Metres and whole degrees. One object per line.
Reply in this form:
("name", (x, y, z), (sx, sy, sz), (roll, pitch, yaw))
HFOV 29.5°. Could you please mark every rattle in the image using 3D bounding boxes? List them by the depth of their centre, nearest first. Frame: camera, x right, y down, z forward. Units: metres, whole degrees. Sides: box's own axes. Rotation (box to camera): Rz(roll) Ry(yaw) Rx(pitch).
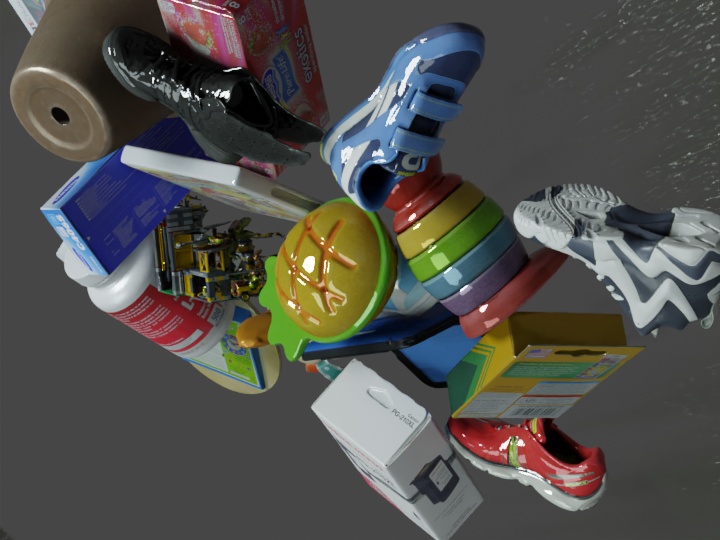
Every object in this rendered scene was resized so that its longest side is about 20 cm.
("rattle", (-0.073, 0.105, 1.629), (0.129, 0.143, 0.201), (13, 138, 6))

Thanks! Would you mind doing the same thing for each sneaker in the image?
("sneaker", (0.046, -0.131, 1.193), (0.074, 0.083, 0.200), (10, 136, -37))
("sneaker", (0.232, 0.001, 1.220), (0.198, 0.080, 0.130), (8, 130, 26))
("sneaker", (-0.133, -0.161, 1.229), (0.200, 0.060, 0.104), (42, 149, -16))
("sneaker", (0.000, 0.000, 1.423), (0.130, 0.080, 0.200), (18, 157, -27))
("sneaker", (0.190, 0.191, 1.540), (0.199, 0.077, 0.085), (22, 125, 25))

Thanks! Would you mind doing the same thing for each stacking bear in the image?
("stacking bear", (0.081, -0.046, 1.298), (0.200, 0.114, 0.121), (50, 136, -4))

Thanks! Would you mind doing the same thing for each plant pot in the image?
("plant pot", (-0.252, -0.204, 1.347), (0.199, 0.175, 0.201), (17, 138, 17))

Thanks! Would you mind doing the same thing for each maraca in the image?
("maraca", (-0.038, 0.009, 1.351), (0.107, 0.138, 0.200), (8, 150, -39))

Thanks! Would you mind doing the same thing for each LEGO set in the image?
("LEGO set", (-0.153, -0.035, 1.538), (0.200, 0.153, 0.117), (-163, 67, -68))

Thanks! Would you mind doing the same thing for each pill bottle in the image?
("pill bottle", (-0.253, 0.017, 1.643), (0.112, 0.113, 0.200), (3, 155, 44))

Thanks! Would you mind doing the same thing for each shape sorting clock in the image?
("shape sorting clock", (-0.185, 0.081, 1.802), (0.199, 0.039, 0.201), (25, 142, 21))

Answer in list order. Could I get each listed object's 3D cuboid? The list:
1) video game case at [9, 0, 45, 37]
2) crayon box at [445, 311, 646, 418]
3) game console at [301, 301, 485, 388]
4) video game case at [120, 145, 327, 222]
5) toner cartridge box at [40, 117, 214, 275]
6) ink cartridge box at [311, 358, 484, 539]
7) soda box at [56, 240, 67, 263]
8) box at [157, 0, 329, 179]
("video game case", (-0.312, -0.289, 1.475), (0.199, 0.023, 0.182), (4, 135, 44))
("crayon box", (0.179, 0.090, 1.357), (0.125, 0.052, 0.200), (2, 155, -18))
("game console", (0.064, 0.101, 1.491), (0.200, 0.170, 0.119), (-12, 99, 52))
("video game case", (-0.124, -0.084, 1.432), (0.199, 0.023, 0.182), (15, 176, 45))
("toner cartridge box", (-0.245, -0.096, 1.482), (0.043, 0.200, 0.095), (2, 133, 47))
("ink cartridge box", (0.046, 0.217, 1.631), (0.145, 0.084, 0.200), (33, 163, 41))
("soda box", (-0.326, -0.056, 1.747), (0.064, 0.068, 0.200), (41, 149, -4))
("box", (-0.107, -0.199, 1.301), (0.095, 0.100, 0.201), (21, 144, 28))
